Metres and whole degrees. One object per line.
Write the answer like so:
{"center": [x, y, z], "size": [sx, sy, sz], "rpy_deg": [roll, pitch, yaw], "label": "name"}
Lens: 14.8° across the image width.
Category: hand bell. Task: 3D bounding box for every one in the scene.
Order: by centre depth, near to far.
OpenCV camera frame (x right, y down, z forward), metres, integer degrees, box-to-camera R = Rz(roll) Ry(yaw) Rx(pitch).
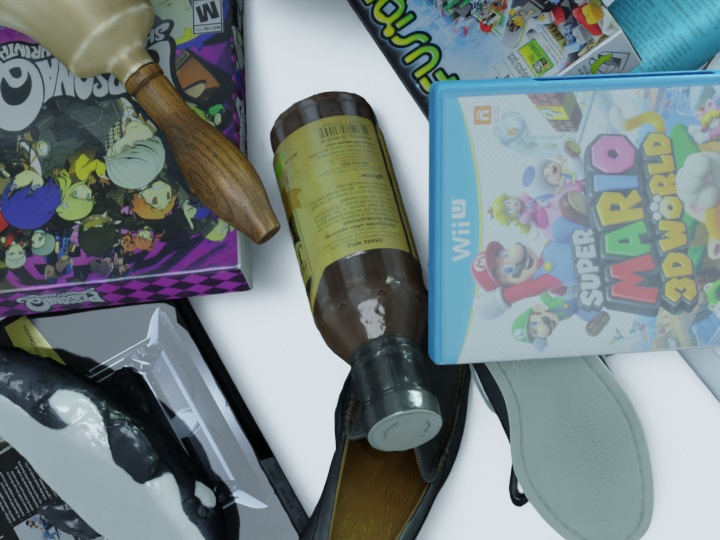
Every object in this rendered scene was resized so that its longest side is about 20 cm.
{"center": [-0.110, -0.093, 1.454], "size": [0.104, 0.104, 0.200], "rpy_deg": [-39, 77, 4], "label": "hand bell"}

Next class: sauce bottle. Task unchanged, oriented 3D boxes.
{"center": [0.000, 0.000, 1.459], "size": [0.064, 0.065, 0.201], "rpy_deg": [-18, 56, 6], "label": "sauce bottle"}

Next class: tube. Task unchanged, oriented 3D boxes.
{"center": [0.169, -0.137, 1.451], "size": [0.200, 0.050, 0.078], "rpy_deg": [-41, 73, 3], "label": "tube"}

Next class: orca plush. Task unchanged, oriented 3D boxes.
{"center": [-0.148, 0.081, 1.476], "size": [0.199, 0.106, 0.071], "rpy_deg": [26, 47, 11], "label": "orca plush"}

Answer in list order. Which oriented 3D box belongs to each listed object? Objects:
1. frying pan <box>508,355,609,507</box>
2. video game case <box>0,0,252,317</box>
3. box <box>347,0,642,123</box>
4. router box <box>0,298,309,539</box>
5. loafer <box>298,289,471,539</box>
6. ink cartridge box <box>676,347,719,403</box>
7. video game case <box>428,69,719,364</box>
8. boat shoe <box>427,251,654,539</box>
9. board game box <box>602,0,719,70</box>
{"center": [0.124, 0.027, 1.499], "size": [0.114, 0.031, 0.191], "rpy_deg": [-7, 99, 17], "label": "frying pan"}
{"center": [-0.160, -0.066, 1.505], "size": [0.199, 0.036, 0.182], "rpy_deg": [-6, 65, 7], "label": "video game case"}
{"center": [0.052, -0.151, 1.466], "size": [0.110, 0.035, 0.200], "rpy_deg": [-36, 55, 4], "label": "box"}
{"center": [-0.135, 0.108, 1.518], "size": [0.157, 0.052, 0.201], "rpy_deg": [-29, 85, 6], "label": "router box"}
{"center": [0.019, 0.097, 1.468], "size": [0.072, 0.072, 0.201], "rpy_deg": [19, 68, -5], "label": "loafer"}
{"center": [0.281, 0.054, 1.463], "size": [0.162, 0.050, 0.200], "rpy_deg": [-41, 81, 13], "label": "ink cartridge box"}
{"center": [0.133, -0.028, 1.410], "size": [0.199, 0.018, 0.144], "rpy_deg": [-3, 105, -11], "label": "video game case"}
{"center": [0.098, 0.054, 1.466], "size": [0.075, 0.060, 0.201], "rpy_deg": [-21, 105, 6], "label": "boat shoe"}
{"center": [0.219, -0.155, 1.490], "size": [0.199, 0.043, 0.200], "rpy_deg": [-25, 86, 6], "label": "board game box"}
